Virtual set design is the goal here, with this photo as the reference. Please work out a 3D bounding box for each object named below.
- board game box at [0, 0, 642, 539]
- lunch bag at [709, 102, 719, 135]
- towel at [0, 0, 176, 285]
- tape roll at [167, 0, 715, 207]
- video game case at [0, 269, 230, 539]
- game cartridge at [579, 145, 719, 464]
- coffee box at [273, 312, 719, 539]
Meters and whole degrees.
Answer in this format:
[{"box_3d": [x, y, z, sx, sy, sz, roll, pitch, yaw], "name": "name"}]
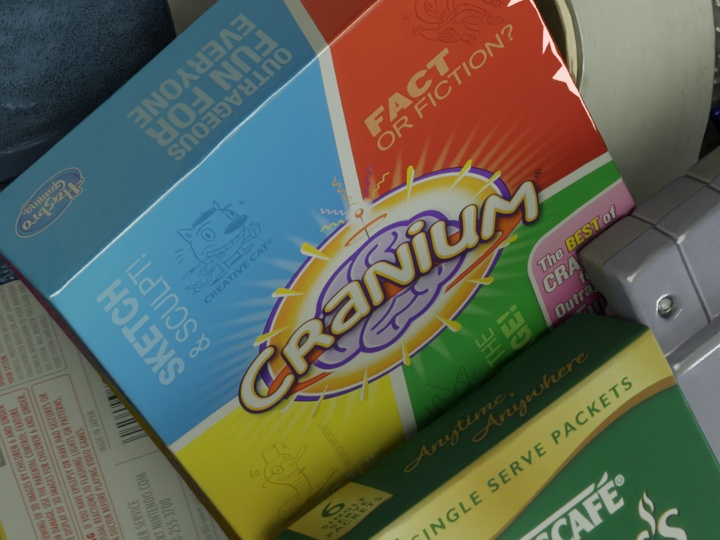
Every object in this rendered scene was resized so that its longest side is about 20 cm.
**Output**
[{"box_3d": [0.000, 0.000, 0.827, 0.153, 0.040, 0.200, -43, 141, -7], "name": "board game box"}, {"box_3d": [0.245, -0.046, 1.023, 0.200, 0.094, 0.151, -38, 112, -20], "name": "lunch bag"}, {"box_3d": [-0.117, -0.095, 0.829, 0.111, 0.049, 0.200, -16, 82, -4], "name": "towel"}, {"box_3d": [0.007, -0.064, 0.921, 0.202, 0.071, 0.203, -6, 105, -22], "name": "tape roll"}, {"box_3d": [-0.124, 0.086, 0.890, 0.182, 0.023, 0.200, -18, 123, -5], "name": "video game case"}, {"box_3d": [0.155, 0.038, 0.902, 0.130, 0.038, 0.200, -34, 122, -11], "name": "game cartridge"}, {"box_3d": [0.071, 0.127, 0.855, 0.123, 0.044, 0.200, -34, 108, -20], "name": "coffee box"}]
